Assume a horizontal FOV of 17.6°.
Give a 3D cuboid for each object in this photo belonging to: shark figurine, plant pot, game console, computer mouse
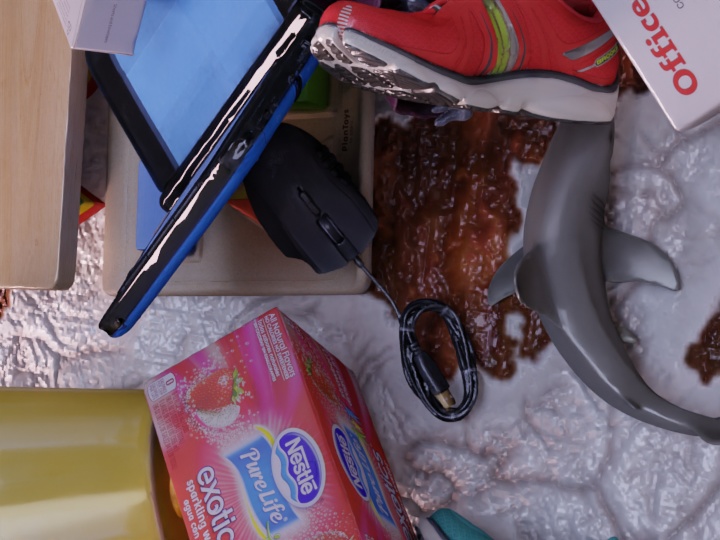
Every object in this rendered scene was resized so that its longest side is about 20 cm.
[{"bbox_3d":[0.121,0.025,1.226,0.128,0.089,0.215,-38,66,25],"label":"shark figurine"},{"bbox_3d":[-0.184,0.148,1.352,0.188,0.201,0.202,-12,79,14],"label":"plant pot"},{"bbox_3d":[-0.108,-0.092,1.264,0.118,0.171,0.200,34,139,-5],"label":"game console"},{"bbox_3d":[0.000,0.000,1.306,0.059,0.034,0.200,-40,82,4],"label":"computer mouse"}]

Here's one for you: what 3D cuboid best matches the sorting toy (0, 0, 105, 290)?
[{"bbox_3d":[-0.241,-0.088,1.467,0.198,0.069,0.202,1,86,32],"label":"sorting toy"}]

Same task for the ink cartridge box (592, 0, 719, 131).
[{"bbox_3d":[0.208,-0.184,1.168,0.200,0.084,0.145,-34,88,25],"label":"ink cartridge box"}]

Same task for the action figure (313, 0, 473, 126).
[{"bbox_3d":[0.006,-0.178,1.288,0.200,0.148,0.135,53,143,42],"label":"action figure"}]

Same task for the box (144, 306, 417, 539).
[{"bbox_3d":[-0.033,0.136,1.267,0.095,0.100,0.201,-30,55,13],"label":"box"}]

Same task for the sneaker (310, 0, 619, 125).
[{"bbox_3d":[0.055,-0.125,1.184,0.077,0.199,0.086,13,97,47],"label":"sneaker"}]

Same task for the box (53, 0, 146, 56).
[{"bbox_3d":[-0.136,-0.244,1.290,0.156,0.041,0.201,-117,40,-52],"label":"box"}]

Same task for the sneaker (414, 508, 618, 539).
[{"bbox_3d":[0.114,0.176,1.236,0.199,0.078,0.080,27,71,35],"label":"sneaker"}]

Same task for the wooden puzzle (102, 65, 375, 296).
[{"bbox_3d":[-0.080,-0.079,1.380,0.199,0.046,0.187,-1,86,32],"label":"wooden puzzle"}]
